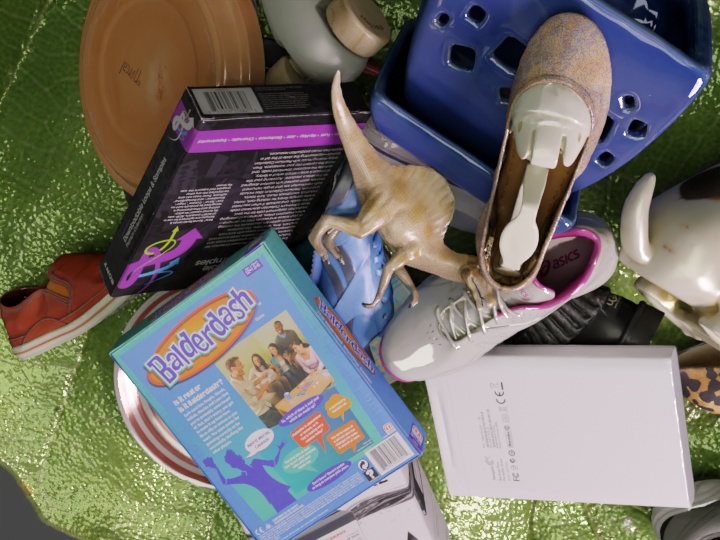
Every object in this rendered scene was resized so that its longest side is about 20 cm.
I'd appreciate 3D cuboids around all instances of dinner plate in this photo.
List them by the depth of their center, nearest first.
[{"bbox_3d":[-0.110,0.094,1.368,0.198,0.024,0.202,2,109,6],"label":"dinner plate"}]

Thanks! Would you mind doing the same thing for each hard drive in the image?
[{"bbox_3d":[0.154,0.120,1.256,0.198,0.027,0.133,0,116,25],"label":"hard drive"}]

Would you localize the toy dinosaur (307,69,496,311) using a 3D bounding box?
[{"bbox_3d":[0.014,-0.043,1.143,0.101,0.058,0.200,-37,103,9],"label":"toy dinosaur"}]

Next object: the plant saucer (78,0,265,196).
[{"bbox_3d":[-0.151,-0.149,1.221,0.199,0.032,0.203,4,97,42],"label":"plant saucer"}]

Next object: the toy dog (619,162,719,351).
[{"bbox_3d":[0.292,-0.051,1.214,0.194,0.139,0.200,40,89,-21],"label":"toy dog"}]

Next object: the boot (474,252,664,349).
[{"bbox_3d":[0.136,0.068,1.300,0.157,0.080,0.212,28,125,7],"label":"boot"}]

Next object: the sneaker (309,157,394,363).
[{"bbox_3d":[0.000,0.000,1.228,0.078,0.066,0.202,17,125,6],"label":"sneaker"}]

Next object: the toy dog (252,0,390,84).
[{"bbox_3d":[-0.039,-0.208,1.208,0.131,0.096,0.202,-17,79,29],"label":"toy dog"}]

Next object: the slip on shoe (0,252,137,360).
[{"bbox_3d":[-0.225,0.013,1.310,0.199,0.074,0.062,-25,99,36],"label":"slip on shoe"}]

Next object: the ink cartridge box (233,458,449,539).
[{"bbox_3d":[-0.021,0.189,1.331,0.143,0.085,0.201,-19,122,9],"label":"ink cartridge box"}]

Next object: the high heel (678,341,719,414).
[{"bbox_3d":[0.335,0.038,1.271,0.141,0.072,0.201,17,119,-6],"label":"high heel"}]

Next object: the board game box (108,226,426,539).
[{"bbox_3d":[-0.068,0.092,1.212,0.151,0.045,0.201,-34,101,15],"label":"board game box"}]

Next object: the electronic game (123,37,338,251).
[{"bbox_3d":[-0.094,-0.087,1.292,0.198,0.042,0.202,0,104,-1],"label":"electronic game"}]

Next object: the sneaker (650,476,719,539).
[{"bbox_3d":[0.337,0.195,1.317,0.199,0.080,0.074,-29,126,17],"label":"sneaker"}]

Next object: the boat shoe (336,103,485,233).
[{"bbox_3d":[0.022,-0.099,1.237,0.198,0.072,0.066,25,78,1],"label":"boat shoe"}]

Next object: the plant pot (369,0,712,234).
[{"bbox_3d":[0.124,-0.155,1.167,0.199,0.200,0.180,32,117,-6],"label":"plant pot"}]

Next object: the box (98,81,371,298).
[{"bbox_3d":[-0.095,-0.057,1.175,0.036,0.142,0.201,61,139,28],"label":"box"}]

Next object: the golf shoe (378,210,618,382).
[{"bbox_3d":[0.098,0.017,1.182,0.199,0.092,0.076,-33,87,4],"label":"golf shoe"}]

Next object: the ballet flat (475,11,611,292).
[{"bbox_3d":[0.120,-0.069,1.068,0.067,0.067,0.202,14,122,5],"label":"ballet flat"}]

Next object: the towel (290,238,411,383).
[{"bbox_3d":[-0.042,0.055,1.315,0.199,0.022,0.147,-32,112,17],"label":"towel"}]
